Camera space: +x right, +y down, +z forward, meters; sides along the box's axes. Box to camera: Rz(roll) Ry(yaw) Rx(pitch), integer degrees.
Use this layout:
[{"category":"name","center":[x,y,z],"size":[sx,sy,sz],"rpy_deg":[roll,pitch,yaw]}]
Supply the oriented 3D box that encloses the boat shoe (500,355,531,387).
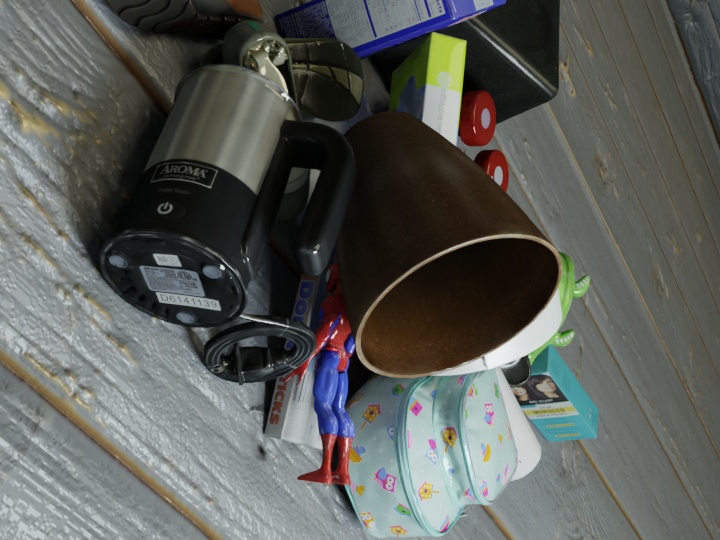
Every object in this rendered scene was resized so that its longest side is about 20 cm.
[{"category":"boat shoe","center":[0.152,0.071,1.181],"size":[0.201,0.072,0.068],"rpy_deg":[56,3,-11]}]

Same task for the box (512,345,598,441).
[{"category":"box","center":[0.278,0.183,1.373],"size":[0.200,0.082,0.049],"rpy_deg":[48,42,-40]}]

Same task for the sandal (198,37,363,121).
[{"category":"sandal","center":[-0.076,-0.194,0.922],"size":[0.200,0.057,0.080],"rpy_deg":[-1,104,-40]}]

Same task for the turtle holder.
[{"category":"turtle holder","center":[0.209,0.048,1.275],"size":[0.131,0.186,0.141],"rpy_deg":[22,20,-16]}]

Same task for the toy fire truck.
[{"category":"toy fire truck","center":[0.091,-0.122,1.130],"size":[0.168,0.112,0.201],"rpy_deg":[-55,137,-40]}]

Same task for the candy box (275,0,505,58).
[{"category":"candy box","center":[0.036,-0.284,1.016],"size":[0.169,0.199,0.077],"rpy_deg":[-37,111,-57]}]

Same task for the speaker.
[{"category":"speaker","center":[0.158,0.172,1.181],"size":[0.201,0.081,0.081],"rpy_deg":[61,35,-28]}]

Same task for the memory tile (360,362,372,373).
[{"category":"memory tile","center":[0.000,0.000,1.006],"size":[0.200,0.017,0.154],"rpy_deg":[58,38,-43]}]

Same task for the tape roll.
[{"category":"tape roll","center":[0.107,0.030,0.977],"size":[0.202,0.201,0.071],"rpy_deg":[-45,127,-55]}]

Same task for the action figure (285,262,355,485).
[{"category":"action figure","center":[-0.028,0.091,0.855],"size":[0.065,0.051,0.201],"rpy_deg":[24,69,-56]}]

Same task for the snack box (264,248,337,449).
[{"category":"snack box","center":[-0.040,0.066,0.897],"size":[0.072,0.024,0.201],"rpy_deg":[28,71,-52]}]

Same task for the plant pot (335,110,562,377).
[{"category":"plant pot","center":[0.049,-0.041,0.829],"size":[0.187,0.187,0.201],"rpy_deg":[31,28,-51]}]

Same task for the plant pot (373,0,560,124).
[{"category":"plant pot","center":[0.122,-0.307,1.194],"size":[0.177,0.199,0.201],"rpy_deg":[30,54,-37]}]

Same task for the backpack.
[{"category":"backpack","center":[0.070,0.178,0.969],"size":[0.200,0.153,0.177],"rpy_deg":[-33,114,-51]}]

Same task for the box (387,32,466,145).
[{"category":"box","center":[0.062,-0.134,0.991],"size":[0.047,0.122,0.201],"rpy_deg":[11,77,-17]}]

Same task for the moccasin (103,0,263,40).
[{"category":"moccasin","center":[-0.157,-0.252,0.810],"size":[0.201,0.073,0.078],"rpy_deg":[-14,82,-57]}]

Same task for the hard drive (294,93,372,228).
[{"category":"hard drive","center":[-0.031,-0.130,1.021],"size":[0.200,0.026,0.133],"rpy_deg":[-49,122,-53]}]

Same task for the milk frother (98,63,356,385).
[{"category":"milk frother","center":[-0.103,-0.029,0.791],"size":[0.200,0.179,0.189],"rpy_deg":[110,-4,-53]}]

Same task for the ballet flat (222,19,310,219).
[{"category":"ballet flat","center":[-0.081,-0.128,0.863],"size":[0.067,0.064,0.201],"rpy_deg":[-24,122,-20]}]
